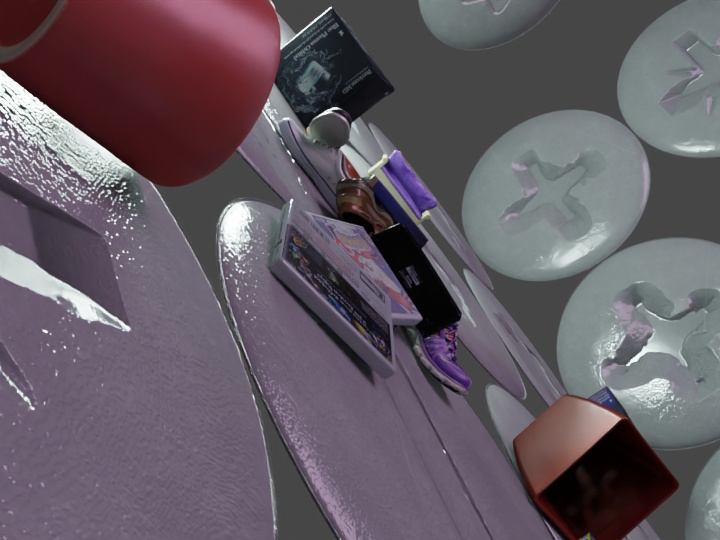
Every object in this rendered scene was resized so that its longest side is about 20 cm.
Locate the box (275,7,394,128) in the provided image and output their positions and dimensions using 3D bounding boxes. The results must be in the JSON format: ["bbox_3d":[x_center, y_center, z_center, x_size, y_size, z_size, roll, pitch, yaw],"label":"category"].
[{"bbox_3d":[-0.069,-0.422,1.832,0.200,0.197,0.117,57,12,16],"label":"box"}]

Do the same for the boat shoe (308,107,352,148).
[{"bbox_3d":[-0.050,-0.251,1.514,0.074,0.060,0.200,32,-19,-1],"label":"boat shoe"}]

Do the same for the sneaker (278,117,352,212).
[{"bbox_3d":[-0.065,-0.195,1.486,0.200,0.071,0.073,52,11,-6],"label":"sneaker"}]

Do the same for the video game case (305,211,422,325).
[{"bbox_3d":[0.000,0.000,1.223,0.182,0.023,0.200,57,19,18],"label":"video game case"}]

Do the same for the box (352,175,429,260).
[{"bbox_3d":[0.046,-0.092,1.573,0.200,0.032,0.121,50,-25,-23],"label":"box"}]

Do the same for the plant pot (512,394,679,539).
[{"bbox_3d":[0.380,0.332,1.444,0.200,0.200,0.176,48,1,-25],"label":"plant pot"}]

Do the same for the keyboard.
[{"bbox_3d":[0.071,0.023,1.344,0.200,0.104,0.040,60,-14,28],"label":"keyboard"}]

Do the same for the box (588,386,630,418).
[{"bbox_3d":[0.781,0.489,2.681,0.104,0.148,0.200,49,11,-19],"label":"box"}]

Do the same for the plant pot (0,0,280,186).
[{"bbox_3d":[-0.193,-0.193,0.694,0.177,0.200,0.201,27,27,-49],"label":"plant pot"}]

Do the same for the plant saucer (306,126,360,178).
[{"bbox_3d":[-0.047,-0.211,1.715,0.200,0.032,0.200,51,12,-15],"label":"plant saucer"}]

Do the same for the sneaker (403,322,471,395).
[{"bbox_3d":[0.125,0.106,1.321,0.081,0.083,0.200,40,18,-50],"label":"sneaker"}]

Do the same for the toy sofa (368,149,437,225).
[{"bbox_3d":[0.114,-0.215,2.215,0.200,0.098,0.083,53,11,-9],"label":"toy sofa"}]

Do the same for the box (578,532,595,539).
[{"bbox_3d":[0.296,0.421,1.100,0.064,0.070,0.200,53,11,5],"label":"box"}]

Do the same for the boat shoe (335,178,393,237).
[{"bbox_3d":[0.003,-0.078,1.446,0.200,0.075,0.074,52,40,-54],"label":"boat shoe"}]

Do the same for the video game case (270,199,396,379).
[{"bbox_3d":[-0.030,0.019,1.043,0.200,0.023,0.182,46,18,-20],"label":"video game case"}]
